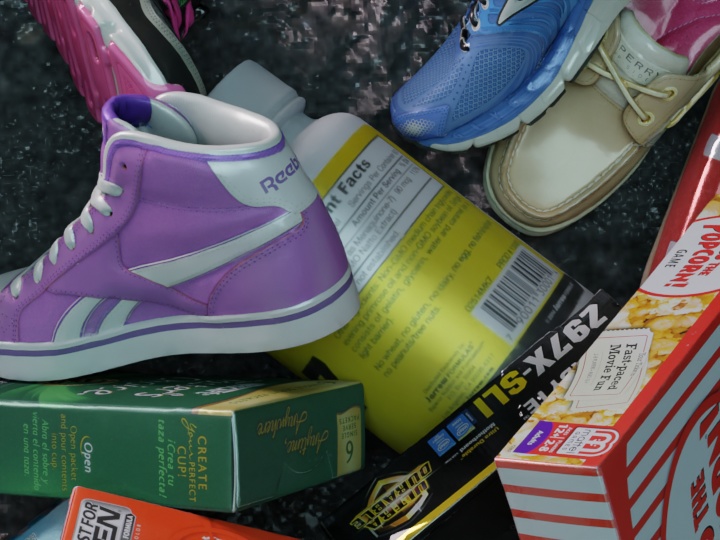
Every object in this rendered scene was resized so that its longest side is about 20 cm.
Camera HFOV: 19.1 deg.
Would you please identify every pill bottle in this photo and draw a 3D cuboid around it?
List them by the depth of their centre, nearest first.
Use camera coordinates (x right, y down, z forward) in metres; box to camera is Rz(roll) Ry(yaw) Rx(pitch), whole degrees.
[{"bbox_3d":[0.000,0.000,0.980,0.200,0.114,0.114,37,85,2],"label":"pill bottle"}]

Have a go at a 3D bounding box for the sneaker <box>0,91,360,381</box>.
[{"bbox_3d":[-0.103,-0.021,0.907,0.200,0.073,0.114,-10,116,28],"label":"sneaker"}]

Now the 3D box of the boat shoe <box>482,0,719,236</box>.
[{"bbox_3d":[0.132,-0.103,1.014,0.074,0.069,0.200,38,85,2],"label":"boat shoe"}]

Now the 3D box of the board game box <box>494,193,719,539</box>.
[{"bbox_3d":[0.135,0.083,0.852,0.046,0.200,0.152,2,122,36],"label":"board game box"}]

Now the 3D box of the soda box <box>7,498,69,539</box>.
[{"bbox_3d":[-0.088,0.192,0.981,0.064,0.068,0.200,-39,87,-10],"label":"soda box"}]

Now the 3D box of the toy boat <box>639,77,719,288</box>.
[{"bbox_3d":[0.210,-0.008,0.970,0.130,0.131,0.200,20,89,-8],"label":"toy boat"}]

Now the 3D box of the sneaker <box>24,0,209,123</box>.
[{"bbox_3d":[-0.099,-0.127,0.971,0.087,0.200,0.074,-19,128,-14],"label":"sneaker"}]

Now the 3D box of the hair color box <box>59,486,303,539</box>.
[{"bbox_3d":[-0.030,0.162,0.848,0.200,0.061,0.102,14,118,-7],"label":"hair color box"}]

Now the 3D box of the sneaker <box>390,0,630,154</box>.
[{"bbox_3d":[0.076,-0.140,0.980,0.089,0.079,0.200,32,113,-24],"label":"sneaker"}]

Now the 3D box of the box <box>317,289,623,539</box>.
[{"bbox_3d":[0.094,0.127,0.945,0.160,0.049,0.200,-38,130,-3],"label":"box"}]

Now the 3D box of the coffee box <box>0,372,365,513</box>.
[{"bbox_3d":[-0.110,0.070,0.929,0.200,0.123,0.044,1,93,27],"label":"coffee box"}]
